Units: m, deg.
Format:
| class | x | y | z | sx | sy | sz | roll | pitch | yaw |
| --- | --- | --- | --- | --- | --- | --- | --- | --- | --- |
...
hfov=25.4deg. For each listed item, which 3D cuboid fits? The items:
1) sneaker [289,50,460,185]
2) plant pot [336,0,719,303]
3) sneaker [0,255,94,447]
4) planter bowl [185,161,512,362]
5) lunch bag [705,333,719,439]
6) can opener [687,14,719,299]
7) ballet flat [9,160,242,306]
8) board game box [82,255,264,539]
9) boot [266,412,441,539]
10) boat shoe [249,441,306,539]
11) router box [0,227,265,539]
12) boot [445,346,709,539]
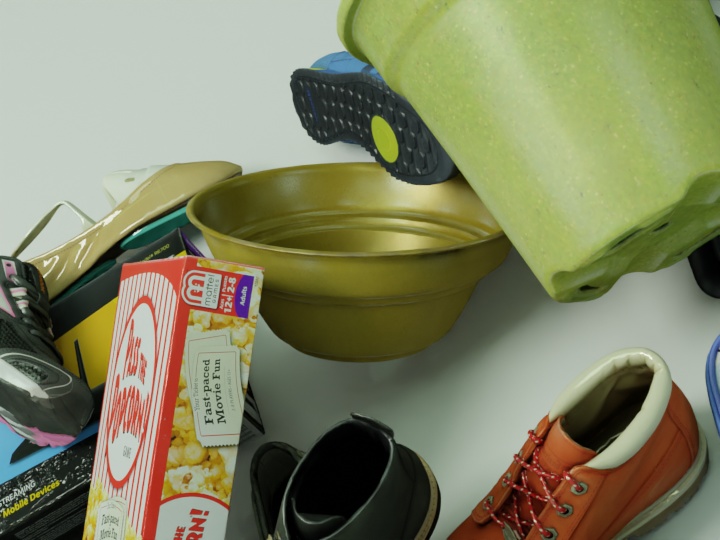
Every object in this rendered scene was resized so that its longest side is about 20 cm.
| class | x | y | z | sx | sy | sz | roll | pitch | yaw |
| --- | --- | --- | --- | --- | --- | --- | --- | --- | --- |
| sneaker | 0.028 | -0.105 | 0.992 | 0.078 | 0.067 | 0.200 | -20 | 22 | -20 |
| plant pot | 0.115 | -0.093 | 0.822 | 0.199 | 0.200 | 0.185 | -29 | 73 | 9 |
| sneaker | -0.226 | 0.032 | 0.999 | 0.199 | 0.081 | 0.086 | 29 | 66 | 37 |
| planter bowl | 0.000 | 0.000 | 0.926 | 0.198 | 0.084 | 0.201 | -1 | 18 | 0 |
| lunch bag | 0.250 | 0.097 | 0.752 | 0.159 | 0.076 | 0.201 | -22 | 50 | 18 |
| can opener | 0.188 | -0.074 | 0.916 | 0.078 | 0.064 | 0.202 | -6 | 63 | -6 |
| ballet flat | -0.173 | -0.031 | 1.075 | 0.199 | 0.069 | 0.063 | -34 | 87 | 6 |
| board game box | -0.106 | 0.096 | 0.859 | 0.151 | 0.046 | 0.202 | 174 | 105 | -70 |
| boot | -0.036 | 0.160 | 0.749 | 0.077 | 0.138 | 0.201 | 23 | 77 | 15 |
| boat shoe | -0.014 | 0.178 | 0.852 | 0.070 | 0.064 | 0.201 | -35 | 49 | 5 |
| router box | -0.170 | 0.085 | 1.012 | 0.199 | 0.051 | 0.150 | -31 | 48 | 10 |
| boot | 0.086 | 0.119 | 0.792 | 0.200 | 0.107 | 0.075 | -42 | 58 | -9 |
